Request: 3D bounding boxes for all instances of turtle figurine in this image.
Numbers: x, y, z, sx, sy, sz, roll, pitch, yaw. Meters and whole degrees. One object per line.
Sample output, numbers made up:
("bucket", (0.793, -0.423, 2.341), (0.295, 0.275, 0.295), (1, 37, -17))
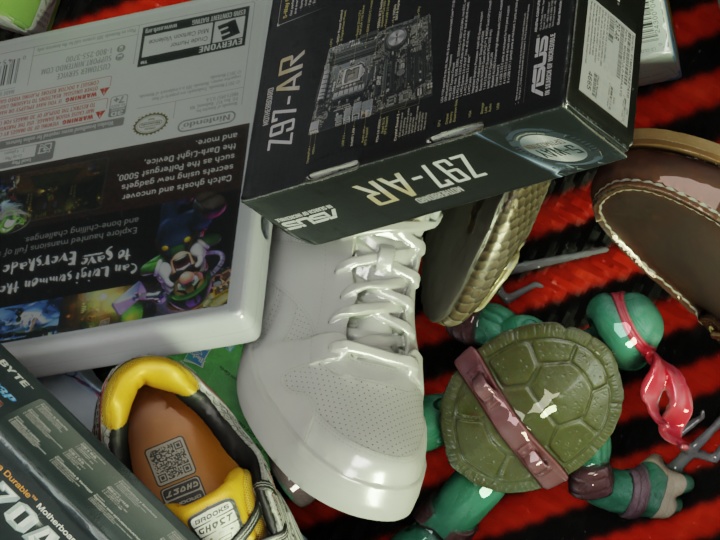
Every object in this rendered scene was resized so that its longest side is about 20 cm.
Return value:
("turtle figurine", (0.066, 0.056, 1.238), (0.200, 0.101, 0.150), (-34, 81, 9))

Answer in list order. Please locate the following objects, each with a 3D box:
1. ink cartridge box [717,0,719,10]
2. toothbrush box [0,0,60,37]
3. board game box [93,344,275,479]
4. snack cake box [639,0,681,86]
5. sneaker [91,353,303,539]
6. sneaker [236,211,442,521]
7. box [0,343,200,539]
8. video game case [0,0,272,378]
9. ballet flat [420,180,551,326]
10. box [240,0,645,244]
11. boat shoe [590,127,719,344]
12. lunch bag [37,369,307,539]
("ink cartridge box", (0.213, -0.141, 1.188), (0.147, 0.086, 0.201), (-13, 120, 9))
("toothbrush box", (-0.159, -0.216, 1.269), (0.086, 0.146, 0.201), (20, 89, 11))
("board game box", (-0.122, 0.039, 1.303), (0.200, 0.023, 0.105), (39, 91, 10))
("snack cake box", (0.065, -0.174, 1.270), (0.114, 0.067, 0.201), (-10, 84, 9))
("sneaker", (-0.054, 0.122, 1.143), (0.078, 0.082, 0.200), (-29, 72, -10))
("sneaker", (0.000, 0.000, 1.180), (0.073, 0.200, 0.116), (14, 122, -23))
("box", (-0.132, 0.141, 1.129), (0.200, 0.046, 0.159), (42, 119, 12))
("video game case", (-0.128, -0.032, 1.246), (0.199, 0.023, 0.182), (-10, 50, 19))
("ballet flat", (0.078, -0.067, 1.203), (0.046, 0.067, 0.201), (20, 95, -25))
("box", (0.037, -0.121, 1.141), (0.160, 0.043, 0.201), (-16, 55, 38))
("boat shoe", (0.179, 0.015, 1.201), (0.199, 0.070, 0.071), (29, 60, -9))
("lunch bag", (-0.135, 0.151, 1.237), (0.169, 0.127, 0.200), (36, 97, 10))
